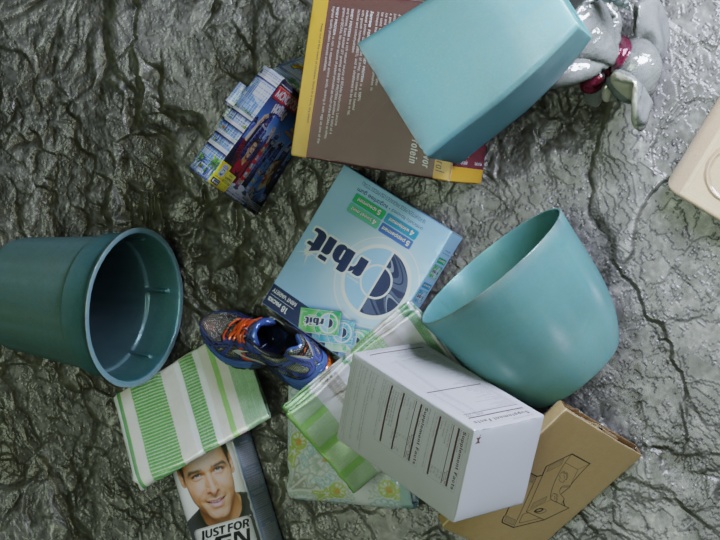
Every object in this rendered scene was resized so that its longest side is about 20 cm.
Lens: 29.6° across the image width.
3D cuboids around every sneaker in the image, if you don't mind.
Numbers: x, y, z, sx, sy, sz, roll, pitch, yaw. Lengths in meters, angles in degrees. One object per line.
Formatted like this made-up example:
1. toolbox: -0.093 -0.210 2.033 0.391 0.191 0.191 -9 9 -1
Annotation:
1. sneaker: -0.121 0.082 1.675 0.199 0.079 0.076 14 60 33

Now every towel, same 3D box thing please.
1. towel: 0.027 0.152 1.607 0.200 0.031 0.149 -40 108 -2
2. towel: -0.216 0.174 1.733 0.199 0.023 0.153 -30 52 10
3. towel: -0.007 0.190 1.693 0.170 0.048 0.201 2 93 23

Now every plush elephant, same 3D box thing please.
1. plush elephant: 0.268 -0.240 1.529 0.155 0.165 0.200 44 147 -23

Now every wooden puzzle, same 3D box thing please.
1. wooden puzzle: 0.469 -0.121 1.506 0.200 0.046 0.186 35 103 20

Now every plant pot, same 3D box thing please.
1. plant pot: 0.194 0.056 1.539 0.200 0.201 0.161 -37 98 18
2. plant pot: 0.131 -0.229 1.431 0.200 0.141 0.142 -34 81 17
3. plant pot: -0.363 0.038 1.750 0.195 0.200 0.202 6 94 28

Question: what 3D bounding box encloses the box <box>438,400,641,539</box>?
1. box: 0.207 0.246 1.565 0.200 0.163 0.021 -46 41 15

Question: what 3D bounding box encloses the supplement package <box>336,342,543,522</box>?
1. supplement package: 0.084 0.172 1.491 0.200 0.113 0.110 30 117 45

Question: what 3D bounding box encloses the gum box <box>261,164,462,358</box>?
1. gum box: 0.000 0.000 1.656 0.170 0.045 0.201 34 95 23

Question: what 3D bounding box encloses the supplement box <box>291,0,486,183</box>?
1. supplement box: 0.046 -0.214 1.608 0.199 0.133 0.199 10 96 20

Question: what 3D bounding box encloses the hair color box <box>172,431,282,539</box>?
1. hair color box: -0.173 0.292 1.749 0.099 0.061 0.201 -19 85 20

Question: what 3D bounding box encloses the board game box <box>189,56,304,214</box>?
1. board game box: -0.118 -0.182 1.661 0.062 0.200 0.200 35 89 14
